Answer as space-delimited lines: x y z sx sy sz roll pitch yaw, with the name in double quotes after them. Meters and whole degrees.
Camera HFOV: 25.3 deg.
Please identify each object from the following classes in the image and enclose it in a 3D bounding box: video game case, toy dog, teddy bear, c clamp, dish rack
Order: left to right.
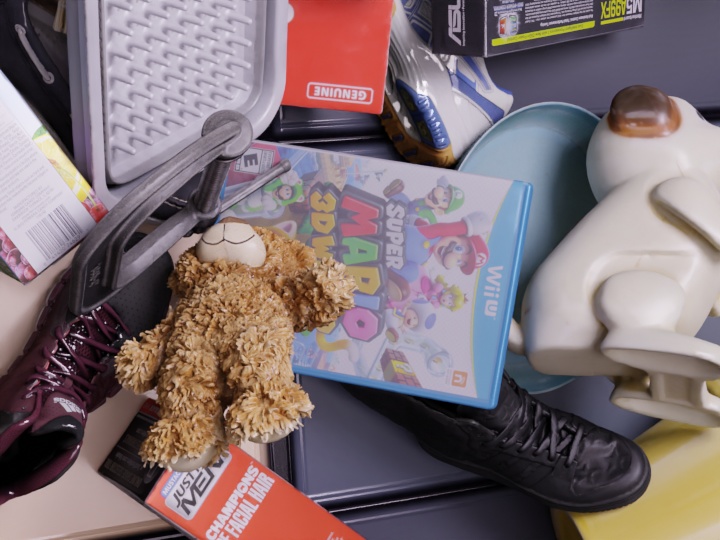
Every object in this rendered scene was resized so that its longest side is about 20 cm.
-0.106 -0.146 0.895 0.171 0.043 0.201 -37 141 -44 "dish rack"
-0.102 -0.040 0.908 0.171 0.200 0.027 -40 86 -13 "c clamp"
-0.075 0.035 0.927 0.067 0.144 0.200 53 39 -31 "teddy bear"
0.000 0.000 1.019 0.199 0.018 0.144 10 89 12 "video game case"
0.188 -0.018 1.055 0.140 0.193 0.201 50 52 -57 "toy dog"

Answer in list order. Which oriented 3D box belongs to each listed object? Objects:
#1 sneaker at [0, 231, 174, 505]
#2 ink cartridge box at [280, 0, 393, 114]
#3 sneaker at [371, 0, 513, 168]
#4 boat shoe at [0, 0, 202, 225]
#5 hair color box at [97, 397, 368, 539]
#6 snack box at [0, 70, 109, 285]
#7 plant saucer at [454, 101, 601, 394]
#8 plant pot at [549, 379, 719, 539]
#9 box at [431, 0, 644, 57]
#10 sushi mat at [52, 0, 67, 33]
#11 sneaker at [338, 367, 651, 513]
-0.167 0.066 0.958 0.076 0.115 0.200 40 78 -20 "sneaker"
-0.072 -0.186 0.972 0.199 0.044 0.175 5 105 -5 "ink cartridge box"
0.034 -0.170 1.062 0.088 0.075 0.201 -35 115 -26 "sneaker"
-0.150 -0.100 0.965 0.200 0.060 0.074 47 49 -30 "boat shoe"
-0.059 0.165 1.014 0.200 0.111 0.064 38 78 -21 "hair color box"
-0.236 -0.094 0.889 0.068 0.169 0.200 -41 108 -13 "snack box"
0.119 -0.016 1.104 0.199 0.027 0.201 -7 101 -37 "plant saucer"
0.242 0.181 1.111 0.188 0.201 0.202 -21 102 -6 "plant pot"
0.120 -0.229 1.045 0.200 0.044 0.161 -19 113 -48 "box"
-0.137 -0.234 0.883 0.012 0.096 0.201 13 105 6 "sushi mat"
0.089 0.098 1.047 0.104 0.199 0.060 67 41 -57 "sneaker"
